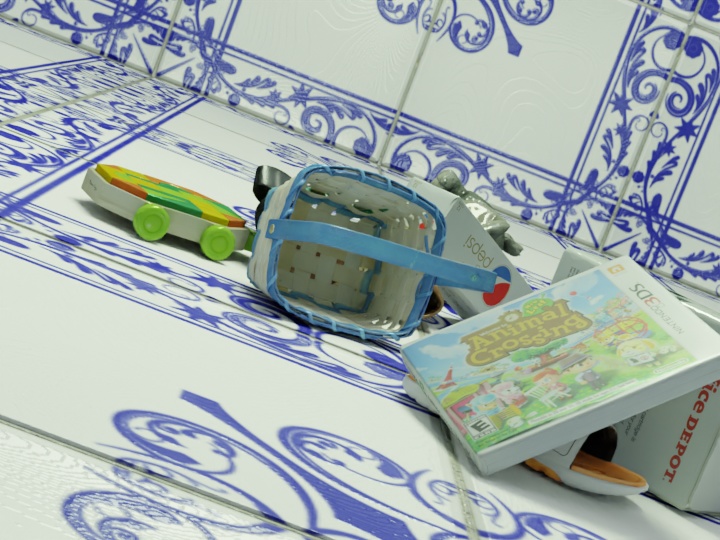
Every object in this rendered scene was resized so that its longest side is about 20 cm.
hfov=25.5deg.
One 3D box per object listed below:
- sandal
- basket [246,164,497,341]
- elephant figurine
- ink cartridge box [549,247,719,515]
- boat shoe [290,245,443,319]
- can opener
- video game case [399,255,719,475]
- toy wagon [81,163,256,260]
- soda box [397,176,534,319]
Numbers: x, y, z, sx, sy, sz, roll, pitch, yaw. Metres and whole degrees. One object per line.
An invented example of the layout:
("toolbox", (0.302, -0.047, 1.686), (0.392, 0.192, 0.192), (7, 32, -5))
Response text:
("sandal", (0.124, 0.105, 1.188), (0.206, 0.060, 0.079), (25, 9, 25))
("basket", (-0.003, -0.015, 1.360), (0.175, 0.140, 0.200), (18, -1, -30))
("elephant figurine", (0.102, -0.018, 1.802), (0.200, 0.154, 0.142), (-98, 163, -69))
("ink cartridge box", (0.231, 0.088, 1.276), (0.083, 0.148, 0.200), (15, 11, -47))
("boat shoe", (0.000, 0.000, 1.513), (0.199, 0.076, 0.072), (14, 13, -34))
("can opener", (-0.038, -0.034, 1.575), (0.063, 0.079, 0.200), (-3, -26, 36))
("video game case", (0.146, 0.063, 1.164), (0.199, 0.022, 0.182), (-22, 26, -8))
("toy wagon", (-0.168, -0.052, 1.531), (0.199, 0.040, 0.155), (17, 9, -28))
("soda box", (0.101, -0.010, 1.620), (0.068, 0.064, 0.200), (28, -13, 41))
